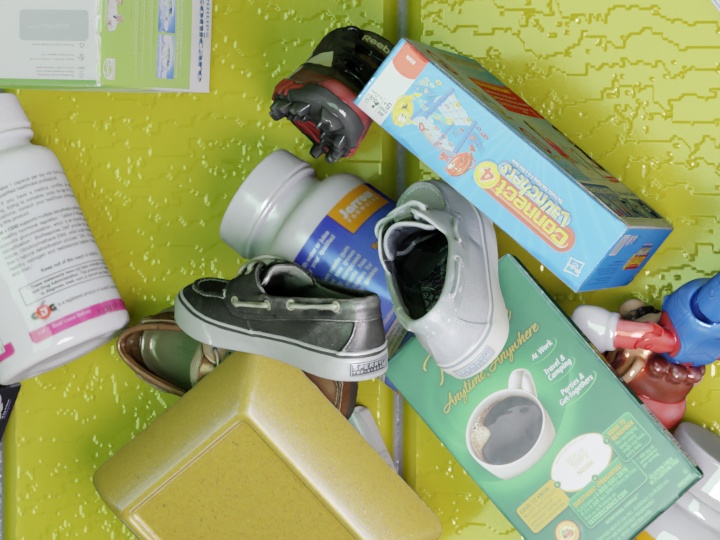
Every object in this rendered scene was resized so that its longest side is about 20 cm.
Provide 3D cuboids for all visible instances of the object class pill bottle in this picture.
[{"bbox_3d":[-0.264,-0.025,1.698,0.113,0.113,0.201,-26,85,18],"label":"pill bottle"},{"bbox_3d":[0.203,0.210,1.558,0.113,0.113,0.200,36,103,13],"label":"pill bottle"},{"bbox_3d":[0.000,0.000,1.612,0.200,0.112,0.112,36,103,13],"label":"pill bottle"}]

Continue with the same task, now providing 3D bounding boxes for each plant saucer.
[{"bbox_3d":[-0.076,0.179,1.615,0.200,0.048,0.200,47,118,-5],"label":"plant saucer"}]

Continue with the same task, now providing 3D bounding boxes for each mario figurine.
[{"bbox_3d":[0.220,0.025,1.542,0.123,0.106,0.200,36,129,-13],"label":"mario figurine"}]

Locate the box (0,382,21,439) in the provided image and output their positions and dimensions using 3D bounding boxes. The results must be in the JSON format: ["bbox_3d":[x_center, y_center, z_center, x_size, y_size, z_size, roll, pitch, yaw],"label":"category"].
[{"bbox_3d":[-0.392,0.107,1.748,0.199,0.115,0.133,25,101,15],"label":"box"}]

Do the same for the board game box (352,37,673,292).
[{"bbox_3d":[0.109,-0.070,1.524,0.196,0.200,0.056,41,101,13],"label":"board game box"}]

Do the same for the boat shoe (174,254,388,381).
[{"bbox_3d":[-0.055,0.022,1.541,0.200,0.071,0.064,14,113,43],"label":"boat shoe"}]

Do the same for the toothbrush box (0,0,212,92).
[{"bbox_3d":[-0.211,-0.173,1.626,0.145,0.200,0.087,3,95,18],"label":"toothbrush box"}]

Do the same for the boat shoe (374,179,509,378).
[{"bbox_3d":[0.048,-0.012,1.479,0.070,0.201,0.071,-38,121,16],"label":"boat shoe"}]

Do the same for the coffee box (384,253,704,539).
[{"bbox_3d":[0.122,0.100,1.500,0.123,0.044,0.200,-43,80,9],"label":"coffee box"}]

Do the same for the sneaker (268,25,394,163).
[{"bbox_3d":[-0.013,-0.129,1.575,0.071,0.200,0.098,43,90,-6],"label":"sneaker"}]

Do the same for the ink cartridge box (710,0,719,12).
[{"bbox_3d":[0.352,-0.201,1.497,0.200,0.083,0.145,-39,81,17],"label":"ink cartridge box"}]

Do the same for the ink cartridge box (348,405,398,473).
[{"bbox_3d":[-0.027,0.223,1.670,0.160,0.050,0.201,-26,83,18],"label":"ink cartridge box"}]

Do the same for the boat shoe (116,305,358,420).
[{"bbox_3d":[-0.096,0.076,1.644,0.199,0.074,0.076,11,100,34],"label":"boat shoe"}]
